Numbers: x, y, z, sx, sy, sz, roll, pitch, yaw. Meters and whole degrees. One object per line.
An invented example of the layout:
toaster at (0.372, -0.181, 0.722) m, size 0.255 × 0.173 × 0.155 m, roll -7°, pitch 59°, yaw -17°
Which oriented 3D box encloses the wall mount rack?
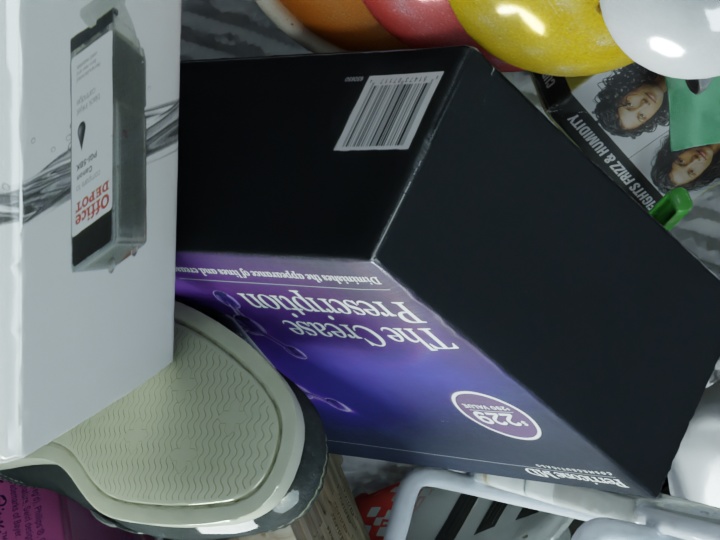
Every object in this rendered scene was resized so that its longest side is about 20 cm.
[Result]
wall mount rack at (0.107, 0.114, 0.891) m, size 0.173 × 0.200 × 0.075 m, roll 16°, pitch 87°, yaw -27°

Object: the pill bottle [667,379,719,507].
pill bottle at (0.219, 0.055, 0.964) m, size 0.199 × 0.114 × 0.115 m, roll -26°, pitch 134°, yaw -27°

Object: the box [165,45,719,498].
box at (0.000, 0.000, 0.864) m, size 0.141 × 0.199 × 0.079 m, roll 36°, pitch 70°, yaw -34°

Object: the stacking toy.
stacking toy at (0.059, -0.105, 0.775) m, size 0.145 × 0.200 × 0.147 m, roll -12°, pitch 116°, yaw -27°

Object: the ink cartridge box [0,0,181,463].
ink cartridge box at (-0.131, -0.065, 0.788) m, size 0.146 × 0.083 × 0.201 m, roll 19°, pitch 120°, yaw 28°

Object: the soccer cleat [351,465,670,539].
soccer cleat at (0.054, 0.108, 1.028) m, size 0.199 × 0.085 × 0.069 m, roll -31°, pitch 128°, yaw 12°

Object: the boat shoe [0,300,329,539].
boat shoe at (-0.066, 0.051, 0.874) m, size 0.067 × 0.199 × 0.072 m, roll 26°, pitch 78°, yaw -34°

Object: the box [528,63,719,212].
box at (0.156, -0.102, 0.909) m, size 0.199 × 0.050 × 0.075 m, roll -35°, pitch 125°, yaw 14°

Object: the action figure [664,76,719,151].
action figure at (0.196, -0.103, 0.855) m, size 0.198 × 0.055 × 0.119 m, roll -11°, pitch 126°, yaw -9°

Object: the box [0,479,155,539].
box at (-0.107, 0.180, 0.990) m, size 0.096 × 0.176 × 0.201 m, roll -22°, pitch 128°, yaw 6°

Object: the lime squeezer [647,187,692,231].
lime squeezer at (0.053, 0.014, 0.968) m, size 0.199 × 0.038 × 0.070 m, roll -29°, pitch 148°, yaw 33°

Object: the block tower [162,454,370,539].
block tower at (-0.032, 0.102, 0.935) m, size 0.054 × 0.200 × 0.058 m, roll -22°, pitch 95°, yaw 6°
